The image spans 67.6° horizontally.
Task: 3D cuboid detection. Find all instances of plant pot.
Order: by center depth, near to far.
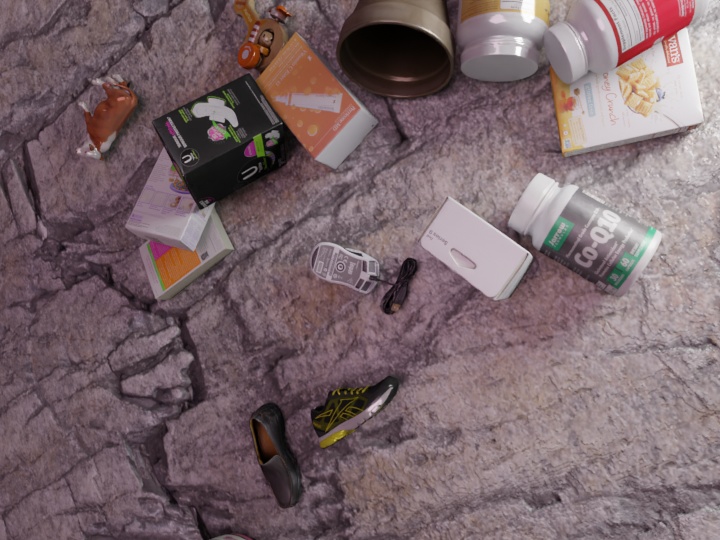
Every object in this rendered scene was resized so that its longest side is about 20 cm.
[{"bbox_3d":[0.071,-0.421,0.902,0.196,0.200,0.177,6,76,21],"label":"plant pot"}]

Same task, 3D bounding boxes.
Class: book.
[{"bbox_3d":[-0.375,-0.048,1.143,0.198,0.048,0.135,-33,75,18],"label":"book"}]

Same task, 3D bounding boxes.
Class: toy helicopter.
[{"bbox_3d":[-0.197,-0.484,1.060,0.132,0.078,0.202,-41,63,23],"label":"toy helicopter"}]

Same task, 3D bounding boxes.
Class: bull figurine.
[{"bbox_3d":[-0.579,-0.345,1.213,0.199,0.065,0.122,-41,79,16],"label":"bull figurine"}]

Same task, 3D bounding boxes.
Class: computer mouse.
[{"bbox_3d":[0.000,0.000,0.995,0.197,0.044,0.112,22,102,15],"label":"computer mouse"}]

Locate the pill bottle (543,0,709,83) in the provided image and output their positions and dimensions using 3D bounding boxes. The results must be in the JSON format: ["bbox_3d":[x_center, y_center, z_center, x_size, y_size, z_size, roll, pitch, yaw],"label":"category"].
[{"bbox_3d":[0.373,-0.359,0.772,0.198,0.112,0.114,-29,80,11],"label":"pill bottle"}]

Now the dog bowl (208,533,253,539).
[{"bbox_3d":[-0.260,0.628,1.079,0.196,0.074,0.205,0,91,22],"label":"dog bowl"}]

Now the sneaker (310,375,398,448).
[{"bbox_3d":[-0.019,0.245,0.982,0.199,0.074,0.085,-40,76,17],"label":"sneaker"}]

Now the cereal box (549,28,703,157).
[{"bbox_3d":[0.404,-0.270,0.832,0.196,0.039,0.147,-10,84,22],"label":"cereal box"}]

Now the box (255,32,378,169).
[{"bbox_3d":[-0.082,-0.310,0.997,0.124,0.097,0.201,-43,76,16],"label":"box"}]

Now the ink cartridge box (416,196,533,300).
[{"bbox_3d":[0.185,-0.028,0.834,0.145,0.199,0.088,37,102,18],"label":"ink cartridge box"}]

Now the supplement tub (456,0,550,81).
[{"bbox_3d":[0.226,-0.420,0.849,0.142,0.144,0.204,5,92,21],"label":"supplement tub"}]

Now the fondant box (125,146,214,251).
[{"bbox_3d":[-0.369,-0.152,1.097,0.142,0.058,0.203,13,74,21],"label":"fondant box"}]

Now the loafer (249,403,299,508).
[{"bbox_3d":[-0.174,0.367,1.045,0.072,0.072,0.203,-22,82,19],"label":"loafer"}]

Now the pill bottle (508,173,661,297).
[{"bbox_3d":[0.335,-0.058,0.821,0.198,0.113,0.114,34,102,19],"label":"pill bottle"}]

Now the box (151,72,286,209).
[{"bbox_3d":[-0.253,-0.235,0.999,0.198,0.149,0.125,-31,77,-13],"label":"box"}]
